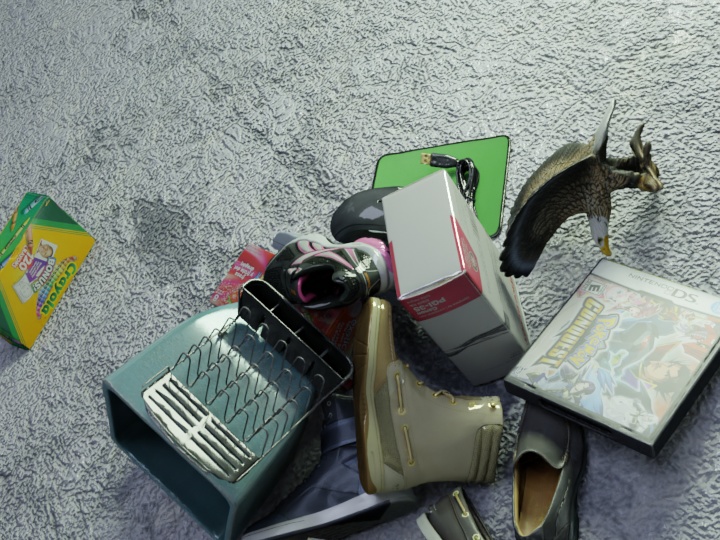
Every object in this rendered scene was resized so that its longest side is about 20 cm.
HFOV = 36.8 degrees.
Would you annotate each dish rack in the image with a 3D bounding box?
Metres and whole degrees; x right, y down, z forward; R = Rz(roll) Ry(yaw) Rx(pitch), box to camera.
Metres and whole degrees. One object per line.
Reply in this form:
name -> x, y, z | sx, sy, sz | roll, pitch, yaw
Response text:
dish rack -> -0.119, 0.115, 1.110 | 0.153, 0.055, 0.200 | 40, 47, 12

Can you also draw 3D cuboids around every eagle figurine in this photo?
eagle figurine -> 0.239, -0.081, 1.218 | 0.197, 0.152, 0.153 | -17, 58, 17

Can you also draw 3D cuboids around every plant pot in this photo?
plant pot -> -0.149, 0.156, 1.225 | 0.196, 0.197, 0.200 | 40, 63, 11

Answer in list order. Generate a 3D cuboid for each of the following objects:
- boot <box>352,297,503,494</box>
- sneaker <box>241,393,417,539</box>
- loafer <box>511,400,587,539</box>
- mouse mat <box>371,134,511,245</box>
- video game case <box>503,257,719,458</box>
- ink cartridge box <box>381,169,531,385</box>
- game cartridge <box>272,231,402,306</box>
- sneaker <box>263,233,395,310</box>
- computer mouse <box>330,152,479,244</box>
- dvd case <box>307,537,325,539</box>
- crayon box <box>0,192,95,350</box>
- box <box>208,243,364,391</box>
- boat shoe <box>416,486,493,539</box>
boot -> 0.071, 0.129, 1.142 | 0.152, 0.073, 0.204 | -1, 84, -10
sneaker -> -0.048, 0.225, 1.207 | 0.199, 0.077, 0.148 | -20, 60, 5
loafer -> 0.187, 0.197, 1.097 | 0.072, 0.072, 0.203 | -14, 51, 24
mouse mat -> 0.098, -0.099, 1.408 | 0.197, 0.008, 0.163 | -7, 56, 28
video game case -> 0.276, 0.082, 1.125 | 0.179, 0.026, 0.200 | 22, 56, 39
ink cartridge box -> 0.109, 0.013, 1.190 | 0.082, 0.200, 0.148 | -23, 48, 17
game cartridge -> 0.000, 0.000, 1.311 | 0.198, 0.132, 0.041 | 24, 95, 43
sneaker -> -0.052, 0.006, 1.194 | 0.086, 0.082, 0.198 | -27, 10, -40
computer mouse -> 0.057, -0.100, 1.377 | 0.196, 0.046, 0.142 | 1, 58, 18
dvd case -> 0.055, 0.318, 1.041 | 0.199, 0.148, 0.016 | 27, 91, 41
crayon box -> -0.499, 0.000, 1.624 | 0.058, 0.119, 0.202 | 11, 65, 36
box -> -0.079, 0.056, 1.341 | 0.198, 0.100, 0.096 | 23, 72, 40
boat shoe -> 0.128, 0.294, 1.064 | 0.061, 0.072, 0.201 | -44, 44, 1
